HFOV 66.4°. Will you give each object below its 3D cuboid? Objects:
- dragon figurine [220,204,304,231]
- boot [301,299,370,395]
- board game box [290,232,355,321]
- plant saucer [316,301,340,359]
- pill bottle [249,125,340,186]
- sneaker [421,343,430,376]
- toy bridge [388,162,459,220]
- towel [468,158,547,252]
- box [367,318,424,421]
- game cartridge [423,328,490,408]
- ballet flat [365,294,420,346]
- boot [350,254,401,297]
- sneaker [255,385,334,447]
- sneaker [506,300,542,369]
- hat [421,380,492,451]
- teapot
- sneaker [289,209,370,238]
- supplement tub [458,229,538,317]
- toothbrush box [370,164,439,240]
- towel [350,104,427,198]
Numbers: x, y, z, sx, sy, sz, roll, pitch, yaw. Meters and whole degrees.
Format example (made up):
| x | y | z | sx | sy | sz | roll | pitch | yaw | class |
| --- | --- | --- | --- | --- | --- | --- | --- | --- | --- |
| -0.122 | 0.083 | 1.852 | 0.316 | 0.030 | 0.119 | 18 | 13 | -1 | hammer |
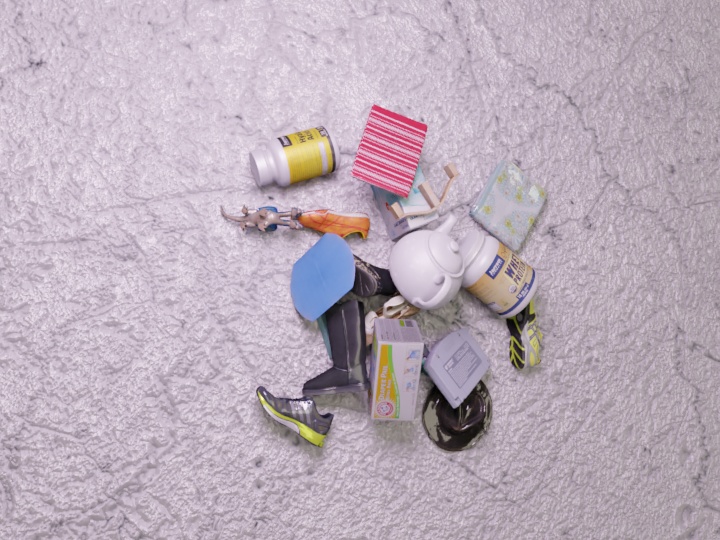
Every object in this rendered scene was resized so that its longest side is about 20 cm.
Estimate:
| x | y | z | sx | sy | sz | roll | pitch | yaw | class |
| --- | --- | --- | --- | --- | --- | --- | --- | --- | --- |
| -0.225 | -0.119 | 1.268 | 0.197 | 0.099 | 0.060 | 3 | 95 | 27 | dragon figurine |
| -0.064 | 0.176 | 1.261 | 0.162 | 0.066 | 0.204 | -7 | 86 | 7 | boot |
| -0.079 | 0.016 | 1.259 | 0.039 | 0.199 | 0.160 | 16 | 40 | -50 | board game box |
| -0.072 | 0.104 | 1.314 | 0.069 | 0.019 | 0.203 | -18 | 87 | -18 | plant saucer |
| -0.155 | -0.263 | 1.292 | 0.197 | 0.111 | 0.113 | -20 | 88 | -18 | pill bottle |
| 0.138 | 0.181 | 1.338 | 0.199 | 0.074 | 0.088 | 37 | 69 | -8 | sneaker |
| 0.158 | -0.172 | 1.264 | 0.199 | 0.027 | 0.068 | -36 | 96 | -19 | toy bridge |
| 0.400 | -0.179 | 1.479 | 0.170 | 0.048 | 0.201 | 36 | 74 | -8 | towel |
| 0.076 | 0.225 | 1.242 | 0.099 | 0.113 | 0.203 | 3 | 112 | -5 | box |
| 0.232 | 0.225 | 1.327 | 0.134 | 0.040 | 0.199 | 56 | 41 | 3 | game cartridge |
| 0.053 | 0.108 | 1.294 | 0.199 | 0.071 | 0.066 | -34 | 136 | -8 | ballet flat |
| 0.000 | 0.002 | 1.317 | 0.153 | 0.203 | 0.074 | 9 | 115 | -52 | boot |
| -0.146 | 0.310 | 1.233 | 0.199 | 0.074 | 0.082 | 37 | 80 | -16 | sneaker |
| 0.432 | 0.152 | 1.435 | 0.075 | 0.075 | 0.204 | 1 | 92 | -24 | sneaker |
| 0.253 | 0.347 | 1.343 | 0.197 | 0.081 | 0.205 | 2 | 83 | -17 | hat |
| 0.169 | -0.015 | 1.261 | 0.195 | 0.146 | 0.202 | -9 | 68 | -45 | teapot |
| -0.071 | -0.107 | 1.318 | 0.196 | 0.073 | 0.079 | 4 | 93 | -12 | sneaker |
| 0.330 | 0.006 | 1.381 | 0.199 | 0.144 | 0.146 | 36 | 74 | -9 | supplement tub |
| 0.097 | -0.191 | 1.339 | 0.084 | 0.146 | 0.203 | -21 | 90 | -17 | toothbrush box |
| 0.067 | -0.273 | 1.252 | 0.142 | 0.023 | 0.203 | 19 | 70 | -5 | towel |
